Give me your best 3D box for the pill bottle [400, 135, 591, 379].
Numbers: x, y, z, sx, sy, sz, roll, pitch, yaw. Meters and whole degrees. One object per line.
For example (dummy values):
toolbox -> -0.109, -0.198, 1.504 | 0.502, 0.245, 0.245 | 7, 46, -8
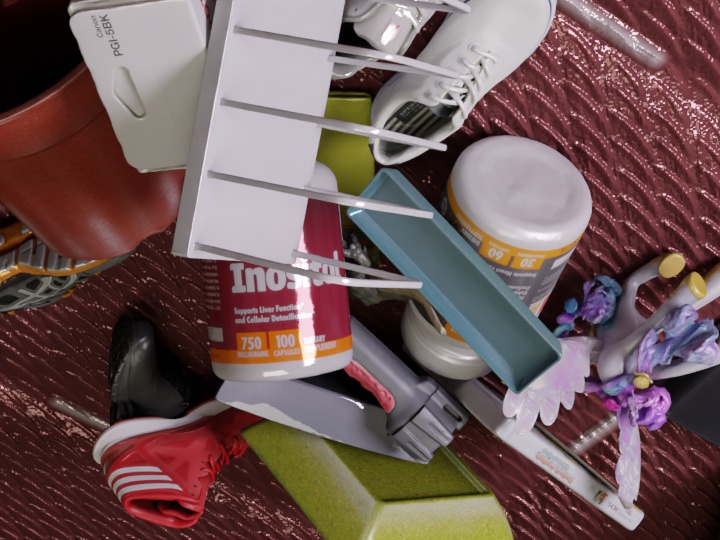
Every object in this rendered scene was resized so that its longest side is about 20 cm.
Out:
pill bottle -> 0.104, -0.006, 1.303 | 0.116, 0.117, 0.200 | 15, 137, -6

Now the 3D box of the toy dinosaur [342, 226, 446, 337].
toy dinosaur -> 0.000, 0.000, 1.319 | 0.200, 0.047, 0.088 | 14, 141, 57

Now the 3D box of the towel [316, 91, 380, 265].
towel -> -0.029, -0.073, 1.329 | 0.086, 0.018, 0.200 | 1, 136, 4

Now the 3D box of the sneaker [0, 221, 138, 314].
sneaker -> -0.271, -0.010, 1.403 | 0.200, 0.078, 0.077 | -13, 146, 27

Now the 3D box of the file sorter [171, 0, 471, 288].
file sorter -> -0.017, -0.095, 1.027 | 0.124, 0.200, 0.139 | 12, -176, 27

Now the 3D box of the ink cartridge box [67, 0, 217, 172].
ink cartridge box -> -0.118, -0.187, 1.085 | 0.083, 0.200, 0.147 | -4, 136, 13

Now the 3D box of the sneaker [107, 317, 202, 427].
sneaker -> -0.198, 0.112, 1.525 | 0.091, 0.076, 0.200 | 1, 144, -6

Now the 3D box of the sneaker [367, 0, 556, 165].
sneaker -> 0.077, -0.145, 1.190 | 0.073, 0.071, 0.200 | 27, 134, -19

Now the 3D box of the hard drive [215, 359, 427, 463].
hard drive -> -0.031, 0.100, 1.422 | 0.200, 0.135, 0.042 | 19, 114, -13

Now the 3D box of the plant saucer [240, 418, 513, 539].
plant saucer -> 0.024, 0.182, 1.434 | 0.200, 0.200, 0.048 | 3, 120, -41

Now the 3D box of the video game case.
video game case -> 0.141, 0.141, 1.412 | 0.182, 0.200, 0.023 | 36, 91, -29

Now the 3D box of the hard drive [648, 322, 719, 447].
hard drive -> 0.380, 0.125, 1.447 | 0.200, 0.042, 0.135 | 24, 135, -15

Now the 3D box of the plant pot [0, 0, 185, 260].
plant pot -> -0.224, -0.121, 1.195 | 0.200, 0.201, 0.195 | -8, 143, 18

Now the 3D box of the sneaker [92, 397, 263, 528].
sneaker -> -0.141, 0.186, 1.493 | 0.200, 0.116, 0.078 | -14, 139, -19

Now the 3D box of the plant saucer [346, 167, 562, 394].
plant saucer -> 0.075, 0.006, 1.235 | 0.200, 0.019, 0.070 | 48, 140, 4

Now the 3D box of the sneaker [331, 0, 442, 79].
sneaker -> 0.036, -0.197, 1.121 | 0.078, 0.099, 0.200 | 32, 133, -23

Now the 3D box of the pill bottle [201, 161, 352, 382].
pill bottle -> -0.070, -0.020, 1.236 | 0.113, 0.113, 0.200 | -5, 95, 15

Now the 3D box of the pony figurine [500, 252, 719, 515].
pony figurine -> 0.218, 0.079, 1.327 | 0.200, 0.193, 0.167 | -34, 113, 31

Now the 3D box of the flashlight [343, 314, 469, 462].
flashlight -> -0.006, 0.081, 1.339 | 0.200, 0.068, 0.068 | 44, 158, -7

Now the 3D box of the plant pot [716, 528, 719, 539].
plant pot -> 0.416, 0.319, 1.551 | 0.200, 0.201, 0.198 | 12, 144, -3
